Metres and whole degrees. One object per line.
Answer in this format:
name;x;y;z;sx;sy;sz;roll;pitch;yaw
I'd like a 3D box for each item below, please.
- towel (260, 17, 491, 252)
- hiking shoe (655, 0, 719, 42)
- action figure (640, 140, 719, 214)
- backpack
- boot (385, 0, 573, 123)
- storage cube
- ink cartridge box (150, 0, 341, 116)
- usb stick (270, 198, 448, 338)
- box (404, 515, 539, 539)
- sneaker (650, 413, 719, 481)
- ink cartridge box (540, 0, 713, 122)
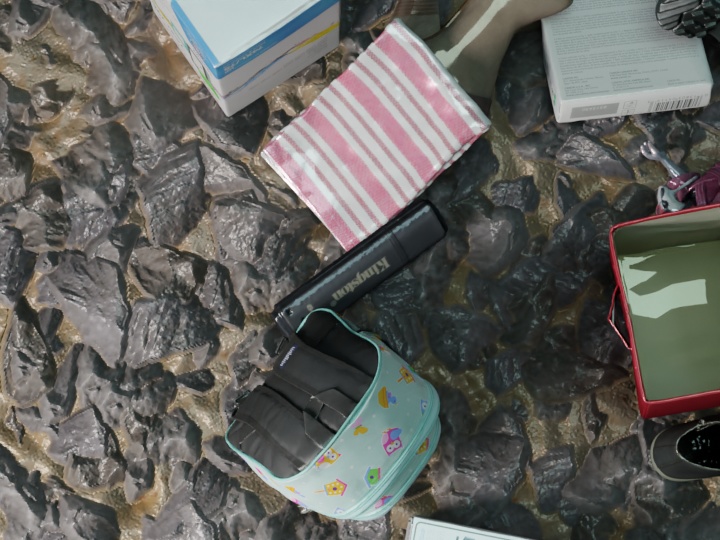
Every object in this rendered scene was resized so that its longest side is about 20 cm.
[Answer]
towel;0.014;-0.133;1.552;0.200;0.030;0.146;-43;85;14
hiking shoe;0.381;-0.265;1.572;0.200;0.074;0.087;21;52;-30
action figure;0.377;-0.085;1.567;0.200;0.134;0.149;-34;108;-7
backpack;-0.016;0.146;1.454;0.153;0.200;0.176;42;81;-17
boot;0.116;-0.212;1.576;0.200;0.070;0.146;-1;87;9
storage cube;0.336;0.038;1.477;0.200;0.180;0.171;-11;78;8
ink cartridge box;-0.116;-0.267;1.513;0.146;0.200;0.147;-35;84;-5
usb stick;0.000;0.000;1.553;0.200;0.055;0.033;-36;46;-6
box;0.134;0.312;1.504;0.200;0.060;0.117;10;81;-1
sneaker;0.391;0.166;1.512;0.200;0.106;0.075;-15;82;-4
ink cartridge box;0.266;-0.256;1.614;0.161;0.050;0.200;-7;63;-3
